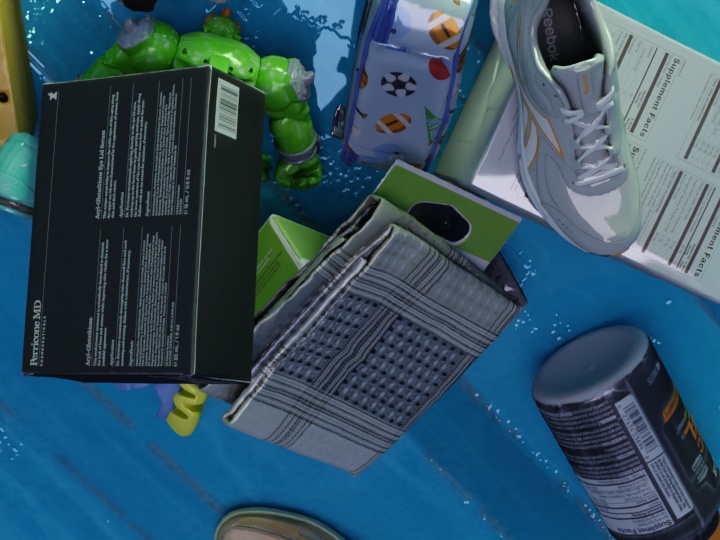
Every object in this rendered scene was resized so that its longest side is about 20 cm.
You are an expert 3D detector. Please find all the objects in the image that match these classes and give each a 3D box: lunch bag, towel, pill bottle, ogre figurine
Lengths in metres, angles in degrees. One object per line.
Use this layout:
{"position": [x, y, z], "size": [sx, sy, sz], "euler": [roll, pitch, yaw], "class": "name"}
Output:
{"position": [0.035, -0.169, 1.019], "size": [0.075, 0.161, 0.200], "euler": [12, 147, -6], "class": "lunch bag"}
{"position": [0.004, 0.056, 1.040], "size": [0.193, 0.035, 0.200], "euler": [-45, 137, 12], "class": "towel"}
{"position": [0.228, 0.153, 1.191], "size": [0.106, 0.106, 0.200], "euler": [-27, 109, 11], "class": "pill bottle"}
{"position": [-0.114, -0.123, 1.079], "size": [0.199, 0.098, 0.120], "euler": [29, 137, 0], "class": "ogre figurine"}

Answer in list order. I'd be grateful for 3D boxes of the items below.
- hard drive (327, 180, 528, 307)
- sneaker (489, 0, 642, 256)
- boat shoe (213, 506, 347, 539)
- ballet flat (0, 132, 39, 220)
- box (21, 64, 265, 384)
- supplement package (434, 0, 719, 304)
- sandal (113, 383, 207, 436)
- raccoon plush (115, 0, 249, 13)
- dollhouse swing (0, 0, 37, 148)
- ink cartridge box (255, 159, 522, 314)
{"position": [0.019, 0.018, 1.172], "size": [0.199, 0.042, 0.135], "euler": [-28, 108, 11], "class": "hard drive"}
{"position": [0.135, -0.101, 0.923], "size": [0.075, 0.092, 0.201], "euler": [-21, 99, -4], "class": "sneaker"}
{"position": [-0.033, 0.265, 1.252], "size": [0.199, 0.076, 0.072], "euler": [21, 111, -7], "class": "boat shoe"}
{"position": [-0.207, -0.056, 1.086], "size": [0.067, 0.200, 0.071], "euler": [22, 86, 20], "class": "ballet flat"}
{"position": [-0.144, -0.026, 0.978], "size": [0.141, 0.079, 0.201], "euler": [-1, 81, 25], "class": "box"}
{"position": [0.183, -0.092, 1.054], "size": [0.199, 0.152, 0.151], "euler": [24, 94, -9], "class": "supplement package"}
{"position": [-0.149, 0.036, 1.165], "size": [0.087, 0.080, 0.201], "euler": [17, 109, -3], "class": "sandal"}
{"position": [-0.138, -0.271, 1.055], "size": [0.097, 0.134, 0.200], "euler": [-42, 74, 38], "class": "raccoon plush"}
{"position": [-0.355, -0.125, 1.049], "size": [0.199, 0.176, 0.183], "euler": [-3, 112, 3], "class": "dollhouse swing"}
{"position": [0.000, 0.000, 1.069], "size": [0.148, 0.076, 0.200], "euler": [21, 113, -43], "class": "ink cartridge box"}
